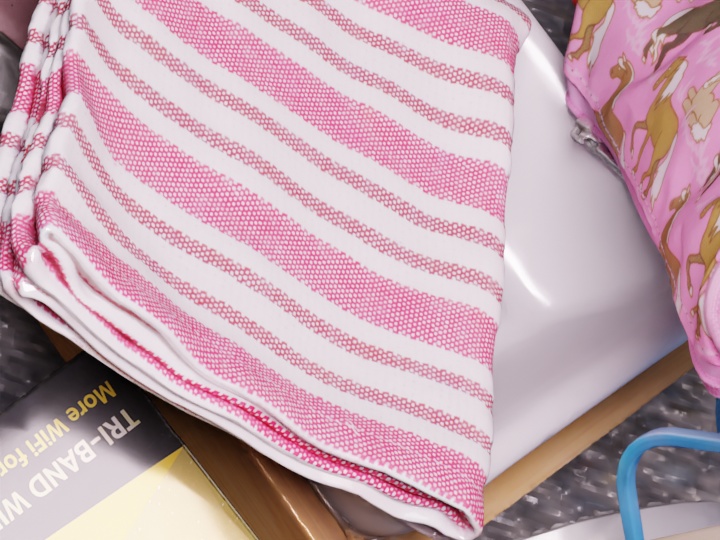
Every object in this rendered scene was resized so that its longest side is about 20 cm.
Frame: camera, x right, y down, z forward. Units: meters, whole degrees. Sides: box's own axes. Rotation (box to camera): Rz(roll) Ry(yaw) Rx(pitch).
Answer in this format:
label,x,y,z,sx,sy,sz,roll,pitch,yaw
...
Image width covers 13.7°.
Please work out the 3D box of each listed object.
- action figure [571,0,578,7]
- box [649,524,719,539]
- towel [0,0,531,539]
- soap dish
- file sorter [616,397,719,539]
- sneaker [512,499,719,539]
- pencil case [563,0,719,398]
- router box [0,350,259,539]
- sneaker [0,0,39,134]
label,x,y,z,sx,sy,sz,roll,pitch,yaw
action figure,0.144,-0.139,0.903,0.200,0.052,0.065,-38,64,-4
box,0.017,0.130,0.678,0.199,0.078,0.095,-12,38,-13
towel,-0.018,-0.037,0.778,0.146,0.030,0.200,31,43,-23
soap dish,0.000,0.000,0.852,0.157,0.081,0.200,54,40,5
file sorter,0.184,0.065,0.837,0.200,0.139,0.123,-31,118,-43
sneaker,0.034,0.139,0.839,0.200,0.073,0.115,-18,79,-21
pencil case,0.112,-0.028,0.802,0.083,0.087,0.200,14,23,-15
router box,-0.096,0.140,0.743,0.200,0.052,0.157,-38,86,-15
sneaker,-0.083,-0.098,0.861,0.200,0.076,0.116,-38,93,-16
